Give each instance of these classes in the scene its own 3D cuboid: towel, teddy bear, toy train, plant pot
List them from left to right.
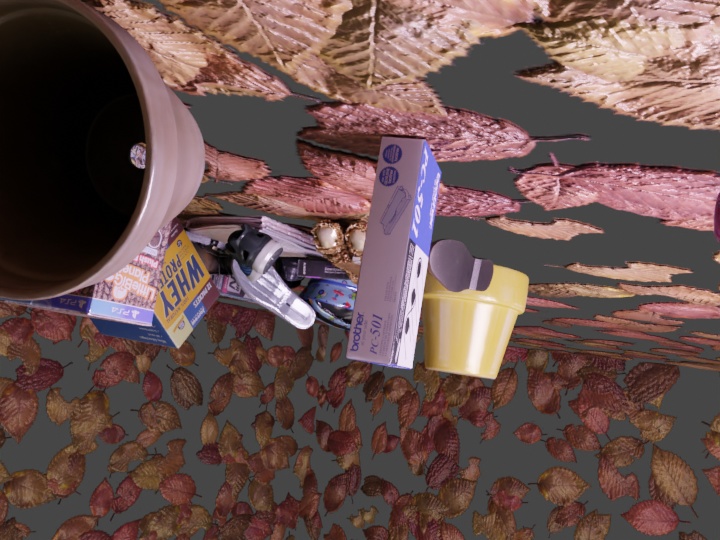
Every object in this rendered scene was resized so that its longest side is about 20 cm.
[{"bbox_3d":[-0.206,-0.092,0.510,0.198,0.202,0.174,8,-171,9],"label":"plant pot"},{"bbox_3d":[-0.256,-0.046,1.310,0.199,0.034,0.046,18,-177,-33],"label":"toy train"},{"bbox_3d":[-0.169,-0.055,1.170,0.190,0.033,0.199,3,169,38],"label":"towel"},{"bbox_3d":[-0.004,-0.035,1.049,0.144,0.067,0.200,-6,158,30],"label":"teddy bear"},{"bbox_3d":[0.193,0.092,1.212,0.199,0.191,0.201,8,171,1],"label":"plant pot"}]

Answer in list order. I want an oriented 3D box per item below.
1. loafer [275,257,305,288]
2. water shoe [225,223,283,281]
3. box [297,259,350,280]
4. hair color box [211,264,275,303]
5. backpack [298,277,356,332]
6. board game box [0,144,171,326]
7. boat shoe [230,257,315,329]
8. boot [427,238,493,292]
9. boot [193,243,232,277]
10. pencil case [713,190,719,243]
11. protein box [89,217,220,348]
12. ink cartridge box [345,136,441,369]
[{"bbox_3d":[-0.148,0.003,1.395,0.068,0.071,0.201,10,172,-6],"label":"loafer"},{"bbox_3d":[-0.170,-0.035,1.058,0.079,0.072,0.200,40,166,-8],"label":"water shoe"},{"bbox_3d":[0.000,0.000,1.222,0.198,0.036,0.143,2,-179,12],"label":"box"},{"bbox_3d":[-0.260,0.014,1.498,0.060,0.101,0.199,0,168,40],"label":"hair color box"},{"bbox_3d":[-0.025,0.054,1.381,0.199,0.136,0.182,22,166,-27],"label":"backpack"},{"bbox_3d":[-0.321,-0.046,0.808,0.158,0.202,0.097,5,171,29],"label":"board game box"},{"bbox_3d":[-0.176,0.044,1.296,0.200,0.074,0.067,47,162,-15],"label":"boat shoe"},{"bbox_3d":[0.134,-0.007,1.040,0.075,0.074,0.200,16,179,33],"label":"boot"},{"bbox_3d":[-0.291,-0.024,1.314,0.096,0.075,0.200,4,-166,-3],"label":"boot"},{"bbox_3d":[0.384,-0.032,0.530,0.198,0.088,0.087,11,172,-14],"label":"pencil case"},{"bbox_3d":[-0.387,0.006,1.148,0.197,0.135,0.201,5,134,30],"label":"protein box"},{"bbox_3d":[0.034,-0.012,0.629,0.044,0.202,0.094,7,171,17],"label":"ink cartridge box"}]
